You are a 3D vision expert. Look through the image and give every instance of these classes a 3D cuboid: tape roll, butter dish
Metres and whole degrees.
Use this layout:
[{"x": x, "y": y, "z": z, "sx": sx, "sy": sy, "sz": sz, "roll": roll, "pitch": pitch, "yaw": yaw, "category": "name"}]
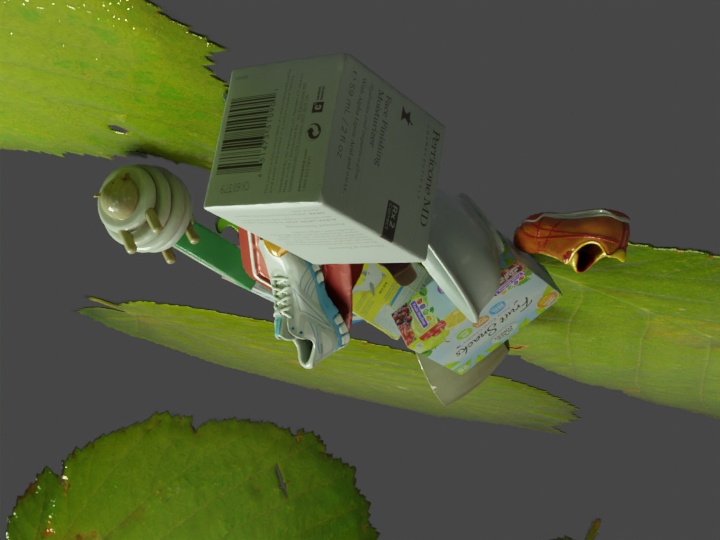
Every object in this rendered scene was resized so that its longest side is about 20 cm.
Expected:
[{"x": -0.248, "y": -0.037, "z": 1.841, "sx": 0.199, "sy": 0.048, "sz": 0.200, "roll": 30, "pitch": 174, "yaw": 3, "category": "tape roll"}, {"x": -0.061, "y": -0.050, "z": 1.601, "sx": 0.199, "sy": 0.148, "sz": 0.200, "roll": 29, "pitch": 146, "yaw": 24, "category": "butter dish"}]

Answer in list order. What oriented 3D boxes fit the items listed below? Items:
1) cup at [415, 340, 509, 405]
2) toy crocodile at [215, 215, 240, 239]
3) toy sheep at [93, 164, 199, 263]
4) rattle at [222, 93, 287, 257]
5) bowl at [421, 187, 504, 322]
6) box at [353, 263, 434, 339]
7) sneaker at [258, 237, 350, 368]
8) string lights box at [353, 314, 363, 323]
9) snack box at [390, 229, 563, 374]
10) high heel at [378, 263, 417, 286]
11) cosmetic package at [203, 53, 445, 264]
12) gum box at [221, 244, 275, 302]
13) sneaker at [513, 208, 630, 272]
[{"x": 0.183, "y": 0.123, "z": 2.069, "sx": 0.142, "sy": 0.202, "sz": 0.200, "roll": -22, "pitch": 158, "yaw": 13, "category": "cup"}, {"x": -0.139, "y": -0.034, "z": 1.801, "sx": 0.200, "sy": 0.062, "sz": 0.067, "roll": 40, "pitch": 172, "yaw": -31, "category": "toy crocodile"}, {"x": -0.300, "y": -0.085, "z": 1.655, "sx": 0.137, "sy": 0.139, "sz": 0.200, "roll": 4, "pitch": 171, "yaw": 25, "category": "toy sheep"}, {"x": -0.123, "y": -0.116, "z": 1.389, "sx": 0.130, "sy": 0.144, "sz": 0.200, "roll": 28, "pitch": 175, "yaw": 7, "category": "rattle"}, {"x": 0.126, "y": -0.038, "z": 1.519, "sx": 0.202, "sy": 0.090, "sz": 0.201, "roll": 54, "pitch": 178, "yaw": 3, "category": "bowl"}, {"x": 0.000, "y": 0.000, "z": 1.698, "sx": 0.199, "sy": 0.118, "sz": 0.048, "roll": 32, "pitch": -172, "yaw": -5, "category": "box"}, {"x": -0.087, "y": 0.044, "z": 1.519, "sx": 0.075, "sy": 0.087, "sz": 0.201, "roll": 2, "pitch": 127, "yaw": 50, "category": "sneaker"}, {"x": -0.016, "y": 0.035, "z": 1.783, "sx": 0.199, "sy": 0.059, "sz": 0.103, "roll": -20, "pitch": 153, "yaw": 2, "category": "string lights box"}, {"x": 0.170, "y": 0.050, "z": 1.669, "sx": 0.200, "sy": 0.068, "sz": 0.168, "roll": -38, "pitch": 146, "yaw": 15, "category": "snack box"}, {"x": 0.017, "y": -0.059, "z": 1.544, "sx": 0.067, "sy": 0.096, "sz": 0.200, "roll": -30, "pitch": 144, "yaw": -3, "category": "high heel"}, {"x": -0.034, "y": -0.113, "z": 1.258, "sx": 0.164, "sy": 0.166, "sz": 0.200, "roll": 0, "pitch": 164, "yaw": 37, "category": "cosmetic package"}, {"x": -0.128, "y": 0.026, "z": 2.011, "sx": 0.199, "sy": 0.067, "sz": 0.113, "roll": 26, "pitch": 173, "yaw": -22, "category": "gum box"}, {"x": 0.269, "y": -0.036, "z": 1.532, "sx": 0.073, "sy": 0.078, "sz": 0.199, "roll": 17, "pitch": 168, "yaw": -30, "category": "sneaker"}]
